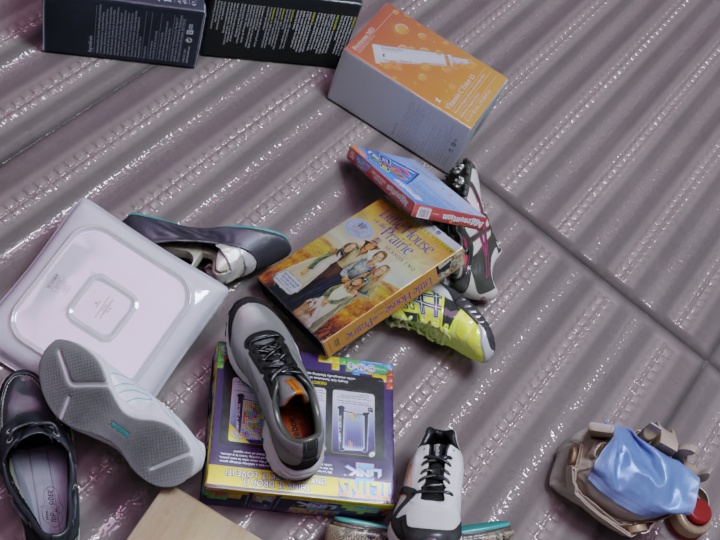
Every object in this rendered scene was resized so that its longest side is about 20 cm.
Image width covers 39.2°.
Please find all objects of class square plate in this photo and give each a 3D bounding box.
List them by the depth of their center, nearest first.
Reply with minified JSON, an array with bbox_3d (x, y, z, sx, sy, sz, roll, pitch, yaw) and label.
[{"bbox_3d":[-0.275,0.045,1.077,0.198,0.028,0.200,32,69,2],"label":"square plate"}]

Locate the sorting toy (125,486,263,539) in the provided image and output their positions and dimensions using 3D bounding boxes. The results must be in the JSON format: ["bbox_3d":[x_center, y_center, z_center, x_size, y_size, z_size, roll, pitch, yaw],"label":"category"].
[{"bbox_3d":[-0.151,0.334,0.923,0.198,0.070,0.200,30,47,4],"label":"sorting toy"}]

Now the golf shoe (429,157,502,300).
[{"bbox_3d":[0.134,-0.050,1.291,0.088,0.077,0.201,26,53,-26],"label":"golf shoe"}]

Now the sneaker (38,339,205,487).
[{"bbox_3d":[-0.238,0.143,1.008,0.200,0.080,0.071,38,91,12],"label":"sneaker"}]

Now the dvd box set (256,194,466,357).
[{"bbox_3d":[0.000,0.000,1.164,0.200,0.029,0.146,-33,46,-17],"label":"dvd box set"}]

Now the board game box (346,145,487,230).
[{"bbox_3d":[0.065,-0.104,1.247,0.103,0.020,0.200,11,21,-29],"label":"board game box"}]

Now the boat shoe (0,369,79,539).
[{"bbox_3d":[-0.313,0.179,0.979,0.074,0.066,0.200,-5,63,-19],"label":"boat shoe"}]

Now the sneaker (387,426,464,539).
[{"bbox_3d":[0.069,0.219,1.013,0.073,0.080,0.200,7,13,2],"label":"sneaker"}]

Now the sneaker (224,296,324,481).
[{"bbox_3d":[-0.081,0.109,1.030,0.074,0.079,0.201,-13,62,-23],"label":"sneaker"}]

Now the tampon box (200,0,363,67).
[{"bbox_3d":[-0.115,-0.381,1.379,0.199,0.126,0.150,3,58,-17],"label":"tampon box"}]

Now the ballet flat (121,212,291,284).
[{"bbox_3d":[-0.180,-0.017,1.156,0.199,0.073,0.073,8,55,-6],"label":"ballet flat"}]

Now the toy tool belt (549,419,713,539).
[{"bbox_3d":[0.321,0.231,1.124,0.199,0.123,0.125,24,54,-2],"label":"toy tool belt"}]

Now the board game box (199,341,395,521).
[{"bbox_3d":[-0.064,0.171,1.078,0.199,0.057,0.166,9,58,-12],"label":"board game box"}]

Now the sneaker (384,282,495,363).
[{"bbox_3d":[0.071,0.050,1.200,0.200,0.076,0.076,37,61,20],"label":"sneaker"}]

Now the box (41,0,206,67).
[{"bbox_3d":[-0.307,-0.363,1.317,0.199,0.107,0.149,3,58,-16],"label":"box"}]

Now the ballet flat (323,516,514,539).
[{"bbox_3d":[0.060,0.294,1.042,0.199,0.068,0.076,4,79,-10],"label":"ballet flat"}]

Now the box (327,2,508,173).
[{"bbox_3d":[0.077,-0.248,1.374,0.200,0.098,0.125,33,54,5],"label":"box"}]
